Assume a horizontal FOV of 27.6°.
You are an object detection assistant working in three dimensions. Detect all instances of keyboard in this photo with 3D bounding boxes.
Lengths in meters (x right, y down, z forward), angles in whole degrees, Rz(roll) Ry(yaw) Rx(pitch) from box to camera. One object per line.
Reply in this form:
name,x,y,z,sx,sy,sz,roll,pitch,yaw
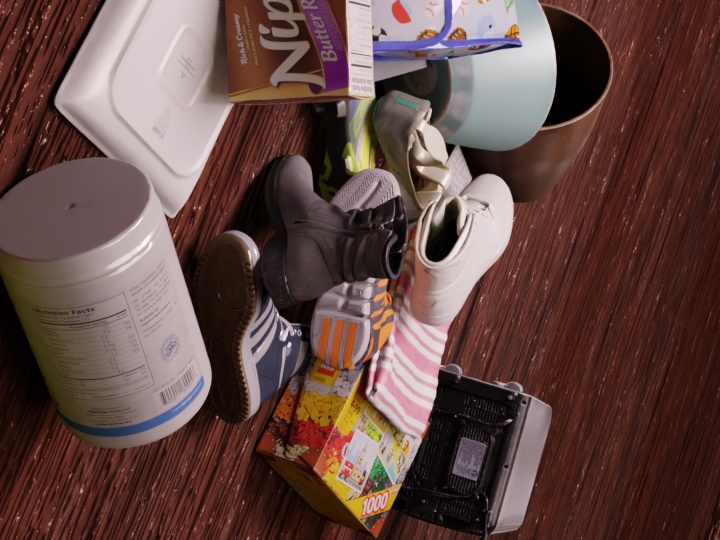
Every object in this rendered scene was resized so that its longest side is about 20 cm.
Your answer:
keyboard,0.073,-0.050,1.608,0.200,0.011,0.056,-59,147,-31

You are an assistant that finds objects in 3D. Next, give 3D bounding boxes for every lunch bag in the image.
lunch bag,0.045,-0.275,1.319,0.200,0.124,0.170,-7,92,-42

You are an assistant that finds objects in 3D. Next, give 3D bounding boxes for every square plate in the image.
square plate,-0.154,-0.170,1.225,0.198,0.028,0.200,-66,150,-16

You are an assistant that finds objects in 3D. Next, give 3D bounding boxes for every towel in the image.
towel,0.060,0.068,1.569,0.146,0.030,0.200,44,56,-58

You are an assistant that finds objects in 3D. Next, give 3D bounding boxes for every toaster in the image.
toaster,0.112,0.215,1.715,0.119,0.181,0.200,19,86,-62

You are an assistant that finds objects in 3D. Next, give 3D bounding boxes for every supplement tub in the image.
supplement tub,-0.198,0.028,1.136,0.132,0.132,0.200,-50,142,-38

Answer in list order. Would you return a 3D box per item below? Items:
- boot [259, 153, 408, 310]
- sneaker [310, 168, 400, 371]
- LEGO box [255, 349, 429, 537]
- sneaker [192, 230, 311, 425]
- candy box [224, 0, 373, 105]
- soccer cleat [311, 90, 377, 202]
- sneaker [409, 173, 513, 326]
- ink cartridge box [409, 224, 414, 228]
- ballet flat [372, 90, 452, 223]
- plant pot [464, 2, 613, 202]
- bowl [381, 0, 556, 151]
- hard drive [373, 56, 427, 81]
boot,-0.018,-0.046,1.351,0.200,0.132,0.070,-92,162,-46
sneaker,0.000,0.000,1.453,0.112,0.078,0.200,15,90,-77
LEGO box,-0.015,0.178,1.582,0.149,0.077,0.200,-63,149,-19
sneaker,-0.097,0.038,1.379,0.108,0.070,0.200,-35,137,-47
candy box,-0.054,-0.242,1.231,0.056,0.117,0.200,-8,97,-66
soccer cleat,-0.003,-0.128,1.466,0.084,0.065,0.200,-30,127,-38
sneaker,0.111,-0.049,1.514,0.116,0.074,0.200,89,23,-52
ink cartridge box,0.026,0.017,1.612,0.146,0.048,0.200,-58,145,-29
ballet flat,0.061,-0.105,1.488,0.067,0.064,0.200,-64,155,-25
plant pot,0.188,-0.174,1.699,0.187,0.187,0.200,-58,162,-28
bowl,0.095,-0.211,1.506,0.105,0.201,0.201,-19,121,-34
hard drive,0.001,-0.280,1.385,0.140,0.033,0.200,-25,107,-54
